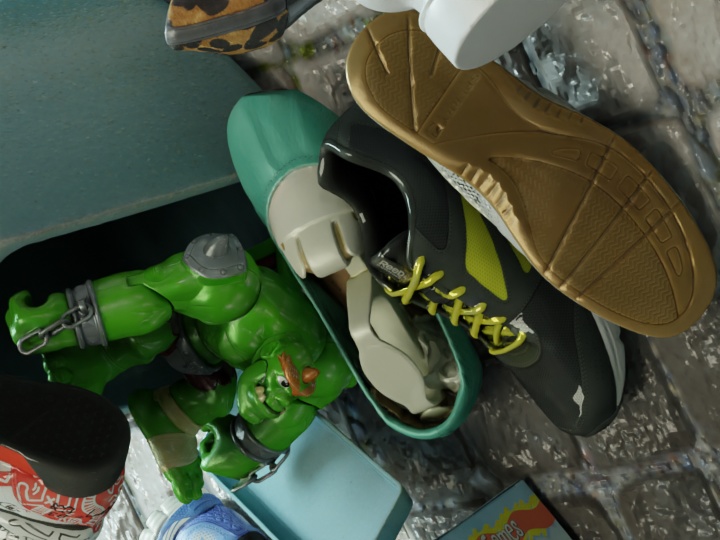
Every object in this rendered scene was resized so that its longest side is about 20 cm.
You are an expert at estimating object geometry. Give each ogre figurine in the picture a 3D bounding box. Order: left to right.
[{"bbox_3d":[-0.077,0.041,1.467,0.120,0.098,0.200,-31,122,18],"label":"ogre figurine"}]

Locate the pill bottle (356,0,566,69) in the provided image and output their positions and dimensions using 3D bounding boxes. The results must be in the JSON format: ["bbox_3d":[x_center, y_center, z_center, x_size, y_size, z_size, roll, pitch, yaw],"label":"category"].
[{"bbox_3d":[0.010,-0.188,1.282,0.200,0.112,0.112,49,142,13],"label":"pill bottle"}]

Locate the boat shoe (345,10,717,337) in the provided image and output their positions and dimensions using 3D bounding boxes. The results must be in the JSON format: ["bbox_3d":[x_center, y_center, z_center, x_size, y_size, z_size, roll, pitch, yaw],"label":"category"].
[{"bbox_3d":[0.082,-0.049,1.339,0.200,0.071,0.069,42,-174,1],"label":"boat shoe"}]

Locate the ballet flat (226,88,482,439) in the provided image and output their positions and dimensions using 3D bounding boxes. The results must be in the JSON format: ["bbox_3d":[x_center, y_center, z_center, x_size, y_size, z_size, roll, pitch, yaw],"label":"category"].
[{"bbox_3d":[0.000,0.000,1.431,0.067,0.070,0.200,-28,108,13],"label":"ballet flat"}]

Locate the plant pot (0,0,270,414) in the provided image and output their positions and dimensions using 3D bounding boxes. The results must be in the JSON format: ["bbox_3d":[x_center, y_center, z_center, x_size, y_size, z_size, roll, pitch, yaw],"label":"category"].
[{"bbox_3d":[-0.171,-0.049,1.536,0.200,0.196,0.196,55,145,25],"label":"plant pot"}]

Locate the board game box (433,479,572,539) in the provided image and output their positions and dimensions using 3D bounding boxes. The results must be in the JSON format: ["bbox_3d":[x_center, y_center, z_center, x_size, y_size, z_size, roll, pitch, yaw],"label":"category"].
[{"bbox_3d":[0.044,0.215,1.527,0.103,0.105,0.200,50,143,12],"label":"board game box"}]

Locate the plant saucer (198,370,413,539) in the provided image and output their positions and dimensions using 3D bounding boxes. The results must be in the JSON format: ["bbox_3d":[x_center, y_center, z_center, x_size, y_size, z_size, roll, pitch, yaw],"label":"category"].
[{"bbox_3d":[-0.031,0.109,1.538,0.070,0.019,0.200,-63,32,6],"label":"plant saucer"}]

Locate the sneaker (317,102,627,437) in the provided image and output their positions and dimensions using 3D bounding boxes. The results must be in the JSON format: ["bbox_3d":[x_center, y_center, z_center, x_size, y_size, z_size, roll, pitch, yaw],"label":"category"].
[{"bbox_3d":[0.047,0.001,1.392,0.200,0.085,0.074,56,144,5],"label":"sneaker"}]

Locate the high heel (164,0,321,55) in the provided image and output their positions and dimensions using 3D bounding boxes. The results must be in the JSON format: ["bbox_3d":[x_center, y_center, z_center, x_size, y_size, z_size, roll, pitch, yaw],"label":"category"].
[{"bbox_3d":[-0.089,-0.149,1.398,0.200,0.142,0.072,12,123,45],"label":"high heel"}]

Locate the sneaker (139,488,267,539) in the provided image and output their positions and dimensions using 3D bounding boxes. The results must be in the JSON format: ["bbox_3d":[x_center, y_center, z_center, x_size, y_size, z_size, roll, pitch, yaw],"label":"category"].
[{"bbox_3d":[-0.073,0.228,1.696,0.089,0.078,0.200,20,128,44],"label":"sneaker"}]

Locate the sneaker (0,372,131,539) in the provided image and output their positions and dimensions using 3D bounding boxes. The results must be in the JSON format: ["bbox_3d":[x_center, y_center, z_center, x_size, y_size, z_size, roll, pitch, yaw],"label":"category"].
[{"bbox_3d":[-0.213,0.080,1.429,0.201,0.067,0.108,22,142,2],"label":"sneaker"}]
